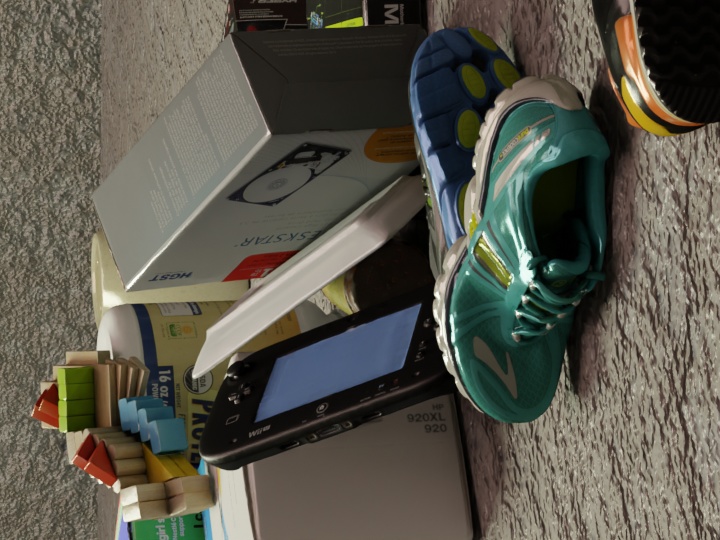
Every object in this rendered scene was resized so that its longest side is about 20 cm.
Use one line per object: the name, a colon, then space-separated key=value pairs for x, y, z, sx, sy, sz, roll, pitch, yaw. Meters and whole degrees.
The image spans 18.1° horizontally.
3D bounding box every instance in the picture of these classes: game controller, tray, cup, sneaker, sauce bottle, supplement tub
game controller: x=-0.010 y=0.062 z=1.365 sx=0.042 sy=0.200 sz=0.104 roll=58 pitch=-151 yaw=-18
tray: x=-0.030 y=-0.003 z=1.461 sx=0.200 sy=0.022 sz=0.107 roll=-36 pitch=7 yaw=37
cup: x=-0.201 y=0.008 z=2.320 sx=0.200 sy=0.143 sz=0.201 roll=178 pitch=90 yaw=-77
sneaker: x=0.088 y=-0.001 z=1.174 sx=0.080 sy=0.077 sz=0.200 roll=-126 pitch=34 yaw=-53
sauce bottle: x=0.000 y=0.000 z=1.581 sx=0.200 sy=0.066 sz=0.066 roll=-156 pitch=64 yaw=-74
supplement tub: x=-0.095 y=0.094 z=1.717 sx=0.144 sy=0.200 sz=0.145 roll=178 pitch=90 yaw=-76
sneaker: x=0.123 y=-0.156 z=0.978 sx=0.090 sy=0.070 sz=0.201 roll=156 pitch=109 yaw=-73
sneaker: x=0.060 y=-0.044 z=1.289 sx=0.083 sy=0.071 sz=0.200 roll=138 pitch=126 yaw=-66

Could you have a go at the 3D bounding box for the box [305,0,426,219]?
box: x=0.002 y=-0.133 z=1.594 sx=0.200 sy=0.047 sz=0.194 roll=-172 pitch=81 yaw=-77

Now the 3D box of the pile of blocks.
pile of blocks: x=-0.178 y=0.111 z=1.586 sx=0.200 sy=0.062 sz=0.082 roll=34 pitch=118 yaw=46

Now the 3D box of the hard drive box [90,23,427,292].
hard drive box: x=-0.056 y=-0.072 z=1.453 sx=0.200 sy=0.156 sz=0.077 roll=-43 pitch=62 yaw=46

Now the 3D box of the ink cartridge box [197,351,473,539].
ink cartridge box: x=-0.021 y=0.156 z=1.523 sx=0.200 sy=0.147 sz=0.145 roll=109 pitch=155 yaw=-60

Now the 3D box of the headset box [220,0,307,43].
headset box: x=-0.068 y=-0.108 z=1.847 sx=0.149 sy=0.075 sz=0.200 roll=107 pitch=157 yaw=-56

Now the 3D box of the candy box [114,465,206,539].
candy box: x=-0.084 y=0.216 z=1.697 sx=0.169 sy=0.200 sz=0.077 roll=106 pitch=158 yaw=-54
